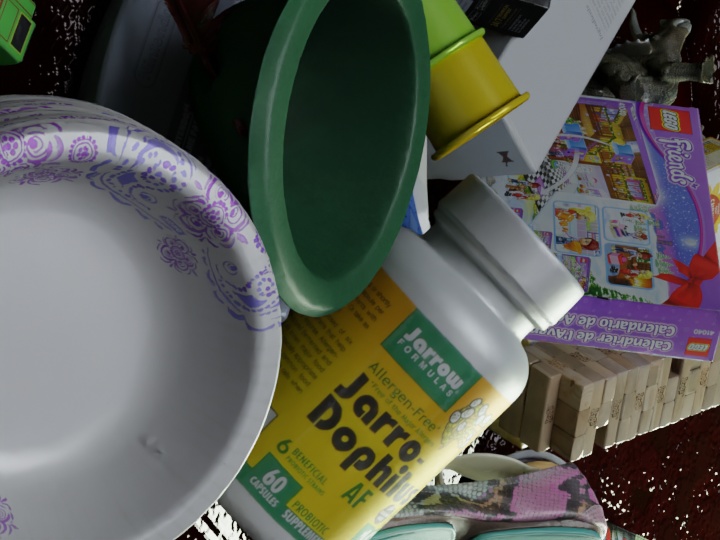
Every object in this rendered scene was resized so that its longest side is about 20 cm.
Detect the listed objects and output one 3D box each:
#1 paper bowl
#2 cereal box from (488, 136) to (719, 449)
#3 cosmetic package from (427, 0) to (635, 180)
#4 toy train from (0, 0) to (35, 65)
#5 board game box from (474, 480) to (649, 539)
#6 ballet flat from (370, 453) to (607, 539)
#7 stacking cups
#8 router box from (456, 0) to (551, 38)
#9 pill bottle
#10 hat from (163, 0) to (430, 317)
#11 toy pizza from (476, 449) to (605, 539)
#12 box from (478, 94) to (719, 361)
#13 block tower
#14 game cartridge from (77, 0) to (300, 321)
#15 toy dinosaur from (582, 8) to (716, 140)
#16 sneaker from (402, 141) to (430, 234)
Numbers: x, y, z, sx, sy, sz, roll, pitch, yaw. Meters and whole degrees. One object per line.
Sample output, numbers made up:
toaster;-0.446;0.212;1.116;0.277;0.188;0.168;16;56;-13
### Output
paper bowl;-0.142;0.026;0.850;0.199;0.104;0.202;-9;110;-25
cereal box;0.162;0.012;1.263;0.199;0.039;0.145;-22;126;-35
cosmetic package;0.088;-0.146;1.187;0.071;0.101;0.201;58;47;-33
toy train;-0.169;-0.128;0.906;0.056;0.041;0.201;47;54;-53
board game box;0.127;0.205;1.300;0.200;0.023;0.106;27;71;-49
ballet flat;0.047;0.139;1.145;0.199;0.069;0.071;-2;50;-26
stacking cups;0.009;-0.155;1.013;0.060;0.060;0.201;-30;87;-48
router box;0.041;-0.245;1.096;0.156;0.052;0.201;15;75;-9
pill bottle;0.013;0.050;1.006;0.200;0.113;0.113;-43;132;2
hat;-0.075;-0.088;0.951;0.201;0.175;0.166;-67;152;-26
toy pizza;0.108;0.211;1.232;0.200;0.032;0.202;-2;92;-52
box;0.133;-0.032;1.159;0.201;0.136;0.039;-84;-179;-52
block tower;0.176;0.061;1.235;0.199;0.054;0.058;-17;126;-37
game cartridge;-0.070;-0.087;0.992;0.133;0.040;0.201;29;61;-25
toy dinosaur;0.163;-0.117;1.301;0.199;0.102;0.078;-16;113;-43
sneaker;-0.001;0.000;1.090;0.111;0.076;0.202;-24;109;-51
